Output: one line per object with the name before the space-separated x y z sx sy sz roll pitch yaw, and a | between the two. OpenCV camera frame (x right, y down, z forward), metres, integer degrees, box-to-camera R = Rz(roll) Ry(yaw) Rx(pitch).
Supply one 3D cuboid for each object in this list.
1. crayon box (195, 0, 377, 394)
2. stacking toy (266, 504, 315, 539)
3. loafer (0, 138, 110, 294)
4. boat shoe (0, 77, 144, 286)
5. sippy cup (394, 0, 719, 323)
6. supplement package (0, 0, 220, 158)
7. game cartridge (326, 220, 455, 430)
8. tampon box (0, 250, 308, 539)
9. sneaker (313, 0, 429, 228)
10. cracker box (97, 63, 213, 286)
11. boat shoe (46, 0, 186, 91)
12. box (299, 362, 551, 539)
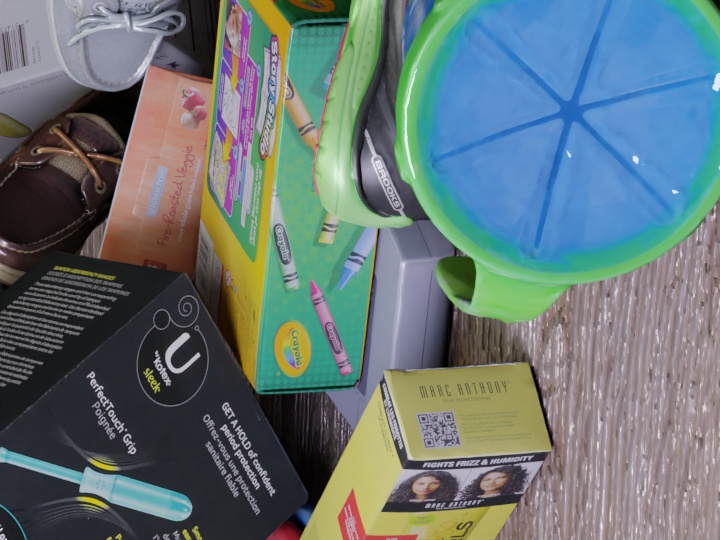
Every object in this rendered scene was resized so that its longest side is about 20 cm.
crayon box | -0.034 -0.054 1.463 0.119 0.058 0.201 -124 37 -57
stacking toy | -0.093 0.201 1.522 0.110 0.199 0.117 -169 65 -72
loafer | -0.197 -0.015 1.671 0.200 0.063 0.072 -58 -22 -51
boat shoe | -0.163 -0.059 1.642 0.072 0.072 0.200 -61 -8 32
sippy cup | 0.073 -0.080 1.158 0.140 0.178 0.130 47 -171 -22
supplement package | -0.193 -0.169 1.778 0.111 0.199 0.157 27 -128 -63
game cartridge | 0.000 0.000 1.512 0.200 0.041 0.134 -129 37 -60
tampon box | -0.157 0.111 1.468 0.126 0.200 0.150 9 133 51
sneaker | 0.036 -0.115 1.343 0.077 0.083 0.201 -126 51 -88
cracker box | -0.104 -0.029 1.644 0.200 0.057 0.135 87 -163 -84
boat shoe | -0.122 -0.181 1.608 0.065 0.074 0.203 60 137 48
box | 0.024 0.114 1.395 0.200 0.075 0.050 117 145 -54
